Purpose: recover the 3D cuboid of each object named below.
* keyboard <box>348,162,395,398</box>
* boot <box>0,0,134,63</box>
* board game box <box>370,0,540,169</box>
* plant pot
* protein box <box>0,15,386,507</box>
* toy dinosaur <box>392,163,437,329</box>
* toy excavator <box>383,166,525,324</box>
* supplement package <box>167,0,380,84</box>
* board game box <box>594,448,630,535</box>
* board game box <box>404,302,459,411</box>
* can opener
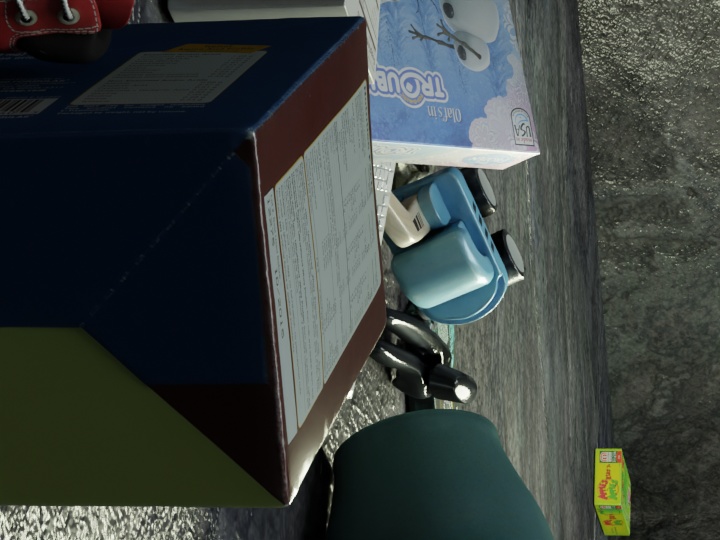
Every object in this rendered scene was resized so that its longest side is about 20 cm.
[{"bbox_3d":[0.000,0.000,1.700,0.056,0.011,0.201,9,92,-62],"label":"keyboard"},{"bbox_3d":[-0.157,-0.105,0.733,0.200,0.144,0.073,12,79,-77],"label":"boot"},{"bbox_3d":[0.029,-0.174,1.534,0.200,0.043,0.200,0,75,-46],"label":"board game box"},{"bbox_3d":[0.057,0.216,1.683,0.200,0.200,0.188,68,9,-60],"label":"plant pot"},{"bbox_3d":[-0.106,-0.011,0.833,0.200,0.198,0.135,-57,145,-70],"label":"protein box"},{"bbox_3d":[0.058,-0.055,2.010,0.088,0.047,0.200,-49,133,-53],"label":"toy dinosaur"},{"bbox_3d":[0.052,-0.034,1.832,0.195,0.100,0.200,65,15,-11],"label":"toy excavator"},{"bbox_3d":[-0.046,-0.225,1.357,0.110,0.113,0.201,65,26,-67],"label":"supplement package"},{"bbox_3d":[0.444,0.391,3.873,0.200,0.047,0.102,64,27,-65],"label":"board game box"},{"bbox_3d":[0.071,0.119,2.112,0.135,0.028,0.201,-57,144,-70],"label":"board game box"},{"bbox_3d":[0.046,0.067,1.921,0.200,0.078,0.064,42,56,-62],"label":"can opener"}]
